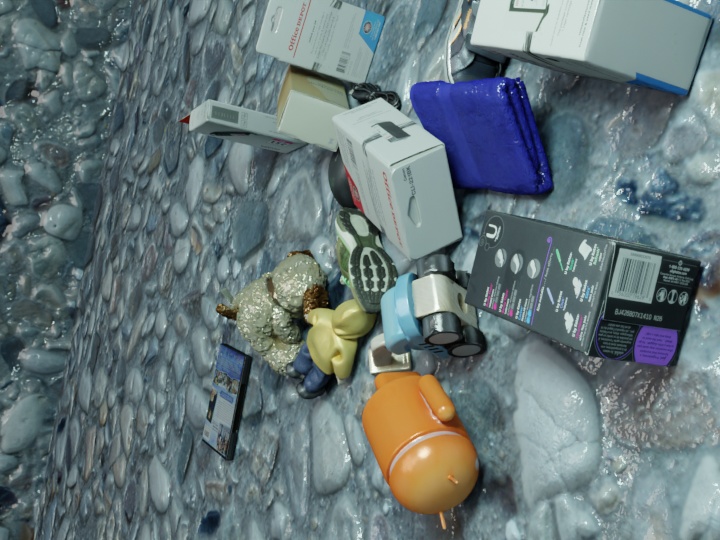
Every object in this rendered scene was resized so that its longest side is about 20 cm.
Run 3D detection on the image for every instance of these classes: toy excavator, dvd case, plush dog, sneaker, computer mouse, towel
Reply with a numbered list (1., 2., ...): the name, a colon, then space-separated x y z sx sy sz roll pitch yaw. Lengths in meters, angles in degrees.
1. toy excavator: 0.063 0.075 1.170 0.198 0.194 0.101 -17 63 27
2. dvd case: -0.261 0.253 1.789 0.142 0.017 0.203 12 91 60
3. plush dog: -0.129 0.044 1.517 0.171 0.160 0.201 -40 43 17
4. sneaker: 0.159 -0.308 1.157 0.079 0.078 0.203 2 83 63
5. computer mouse: -0.011 -0.196 1.449 0.138 0.052 0.202 39 115 57
6. towel: 0.148 -0.167 1.115 0.199 0.049 0.149 18 137 61
7. sneaker: 0.000 0.000 1.365 0.201 0.076 0.089 -102 25 -45

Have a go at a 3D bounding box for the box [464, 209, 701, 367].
1. box: 0.214 0.013 0.914 0.199 0.121 0.108 23 102 60

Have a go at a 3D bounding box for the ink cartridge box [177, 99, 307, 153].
1. ink cartridge box: -0.220 -0.255 1.689 0.173 0.198 0.044 -10 73 59

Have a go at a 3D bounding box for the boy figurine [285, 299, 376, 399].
1. boy figurine: -0.046 0.107 1.397 0.125 0.064 0.201 56 130 26

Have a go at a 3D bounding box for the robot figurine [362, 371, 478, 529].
1. robot figurine: 0.072 0.211 1.114 0.144 0.116 0.201 -40 40 10

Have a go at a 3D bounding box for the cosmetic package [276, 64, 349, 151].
1. cosmetic package: -0.079 -0.268 1.485 0.201 0.104 0.072 -103 33 -64

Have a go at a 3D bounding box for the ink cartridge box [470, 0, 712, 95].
1. ink cartridge box: 0.229 -0.247 0.943 0.200 0.144 0.085 34 112 60

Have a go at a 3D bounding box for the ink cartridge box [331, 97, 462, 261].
1. ink cartridge box: 0.047 -0.125 1.228 0.200 0.083 0.146 -130 20 -55

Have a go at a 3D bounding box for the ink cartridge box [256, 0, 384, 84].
1. ink cartridge box: -0.073 -0.383 1.467 0.067 0.198 0.117 44 118 56
